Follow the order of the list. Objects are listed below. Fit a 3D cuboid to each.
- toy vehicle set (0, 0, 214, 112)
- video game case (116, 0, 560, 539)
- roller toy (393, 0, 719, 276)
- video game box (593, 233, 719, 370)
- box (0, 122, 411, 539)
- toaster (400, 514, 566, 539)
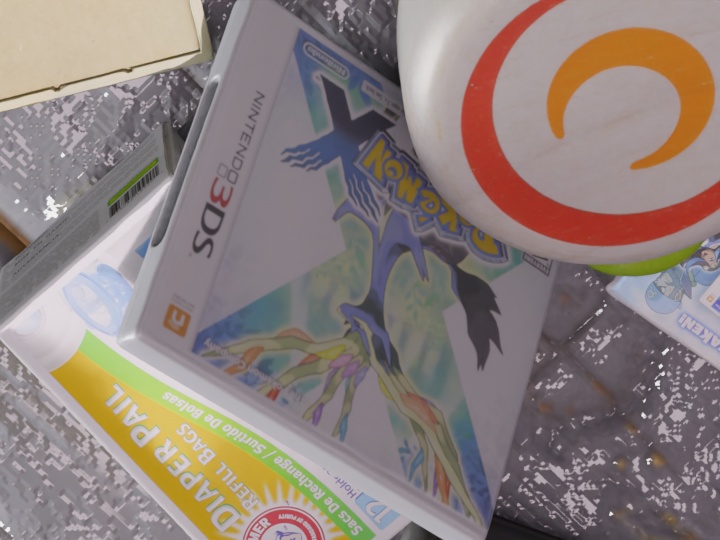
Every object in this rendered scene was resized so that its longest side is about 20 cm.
[{"bbox_3d":[-0.148,-0.178,1.170,0.123,0.027,0.201,-13,107,-2],"label":"toy vehicle set"},{"bbox_3d":[0.000,0.000,1.163,0.200,0.022,0.183,33,59,-27],"label":"video game case"},{"bbox_3d":[0.107,-0.111,1.147,0.182,0.140,0.200,23,122,-19],"label":"roller toy"},{"bbox_3d":[0.244,-0.014,1.250,0.200,0.047,0.183,34,98,-15],"label":"video game box"},{"bbox_3d":[-0.063,0.049,1.207,0.112,0.101,0.200,-41,106,7],"label":"box"},{"bbox_3d":[0.061,0.216,1.229,0.118,0.181,0.201,22,104,-11],"label":"toaster"}]
